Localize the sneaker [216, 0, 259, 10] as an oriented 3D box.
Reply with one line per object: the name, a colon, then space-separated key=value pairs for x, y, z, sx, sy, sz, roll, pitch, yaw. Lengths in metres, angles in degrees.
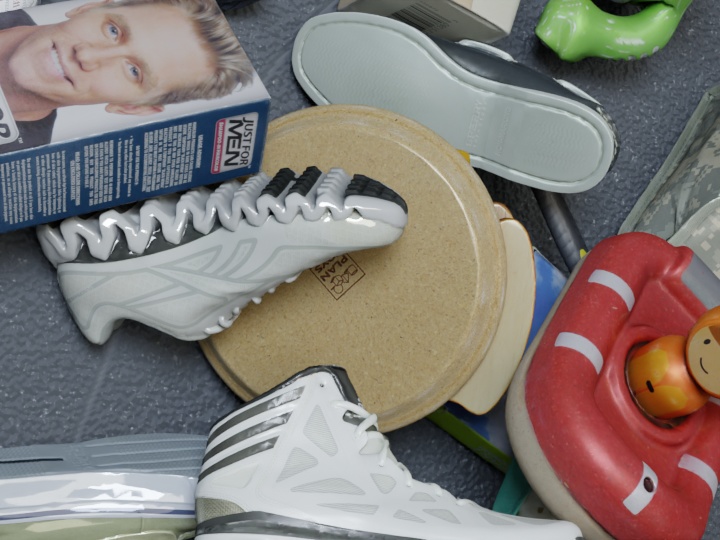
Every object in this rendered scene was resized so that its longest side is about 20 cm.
sneaker: x=-0.124 y=-0.210 z=0.722 sx=0.200 sy=0.066 sz=0.079 roll=19 pitch=57 yaw=-47

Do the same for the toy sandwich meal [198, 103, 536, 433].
toy sandwich meal: x=0.000 y=0.000 z=0.770 sx=0.205 sy=0.070 sz=0.206 roll=0 pitch=92 yaw=11

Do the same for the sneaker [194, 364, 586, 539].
sneaker: x=0.016 y=0.102 z=0.684 sx=0.200 sy=0.076 sz=0.116 roll=3 pitch=68 yaw=-2

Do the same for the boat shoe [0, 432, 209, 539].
boat shoe: x=-0.132 y=0.127 z=0.726 sx=0.200 sy=0.072 sz=0.062 roll=1 pitch=103 yaw=-19

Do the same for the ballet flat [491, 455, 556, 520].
ballet flat: x=0.104 y=0.173 z=0.800 sx=0.067 sy=0.070 sz=0.200 roll=24 pitch=97 yaw=-18

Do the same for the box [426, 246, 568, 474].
box: x=0.127 y=0.079 z=0.862 sx=0.200 sy=0.048 sz=0.122 roll=37 pitch=71 yaw=-20

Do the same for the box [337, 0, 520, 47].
box: x=0.066 y=-0.238 z=0.823 sx=0.078 sy=0.095 sz=0.200 roll=23 pitch=76 yaw=-24

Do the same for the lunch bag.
lunch bag: x=0.269 y=-0.011 z=0.897 sx=0.164 sy=0.118 sz=0.200 roll=42 pitch=67 yaw=-16

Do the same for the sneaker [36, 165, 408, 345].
sneaker: x=-0.069 y=-0.008 z=0.717 sx=0.200 sy=0.075 sz=0.081 roll=-7 pitch=103 yaw=15

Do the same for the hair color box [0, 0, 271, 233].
hair color box: x=-0.157 y=-0.081 z=0.686 sx=0.200 sy=0.061 sz=0.100 roll=-15 pitch=56 yaw=-23

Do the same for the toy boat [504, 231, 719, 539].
toy boat: x=0.170 y=0.057 z=0.727 sx=0.131 sy=0.131 sz=0.200 roll=44 pitch=49 yaw=-11

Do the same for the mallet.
mallet: x=0.154 y=0.018 z=0.839 sx=0.066 sy=0.041 sz=0.200 roll=-18 pitch=89 yaw=-29

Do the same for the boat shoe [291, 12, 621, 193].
boat shoe: x=0.057 y=-0.100 z=0.804 sx=0.200 sy=0.060 sz=0.076 roll=27 pitch=111 yaw=8

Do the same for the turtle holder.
turtle holder: x=0.176 y=-0.230 z=0.870 sx=0.132 sy=0.141 sz=0.186 roll=19 pitch=119 yaw=-10

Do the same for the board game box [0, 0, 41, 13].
board game box: x=-0.221 y=-0.233 z=0.708 sx=0.135 sy=0.035 sz=0.200 roll=11 pitch=82 yaw=-26
